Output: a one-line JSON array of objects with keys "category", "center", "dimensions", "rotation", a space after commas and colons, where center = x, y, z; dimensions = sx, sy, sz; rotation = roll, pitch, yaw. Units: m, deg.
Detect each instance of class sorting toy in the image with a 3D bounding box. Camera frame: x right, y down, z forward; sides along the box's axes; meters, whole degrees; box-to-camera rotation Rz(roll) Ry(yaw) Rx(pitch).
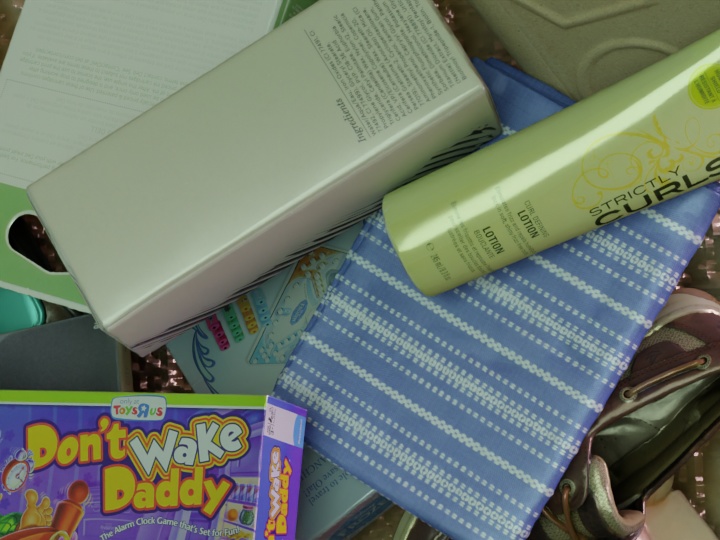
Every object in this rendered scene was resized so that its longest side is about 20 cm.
[{"category": "sorting toy", "center": [0.140, -0.121, 1.044], "dimensions": [0.200, 0.185, 0.037], "rotation": [-7, 46, 42]}]

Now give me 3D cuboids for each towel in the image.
[{"category": "towel", "center": [0.059, 0.015, 1.081], "dimensions": [0.145, 0.024, 0.200], "rotation": [31, 90, 22]}]

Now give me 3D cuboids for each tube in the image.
[{"category": "tube", "center": [0.107, -0.050, 1.033], "dimensions": [0.200, 0.058, 0.052], "rotation": [-24, 75, 14]}]

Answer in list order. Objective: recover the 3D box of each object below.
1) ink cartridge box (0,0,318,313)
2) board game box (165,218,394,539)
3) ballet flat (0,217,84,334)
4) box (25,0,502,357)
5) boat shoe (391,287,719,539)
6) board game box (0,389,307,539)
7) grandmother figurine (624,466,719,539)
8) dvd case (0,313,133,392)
[{"category": "ink cartridge box", "center": [-0.112, -0.075, 1.156], "dimensions": [0.145, 0.048, 0.201], "rotation": [15, 83, 27]}, {"category": "board game box", "center": [0.000, 0.000, 1.145], "dimensions": [0.200, 0.043, 0.199], "rotation": [-38, 68, 12]}, {"category": "ballet flat", "center": [-0.151, 0.044, 1.185], "dimensions": [0.068, 0.068, 0.200], "rotation": [-34, 73, 16]}, {"category": "box", "center": [-0.041, -0.050, 1.064], "dimensions": [0.200, 0.068, 0.082], "rotation": [-31, 74, 3]}, {"category": "boat shoe", "center": [0.100, 0.094, 1.081], "dimensions": [0.200, 0.072, 0.072], "rotation": [-38, 124, 4]}, {"category": "board game box", "center": [-0.128, 0.124, 1.074], "dimensions": [0.199, 0.045, 0.135], "rotation": [-1, 78, 23]}, {"category": "grandmother figurine", "center": [0.177, 0.190, 1.108], "dimensions": [0.121, 0.061, 0.200], "rotation": [-45, 77, 18]}, {"category": "dvd case", "center": [-0.169, 0.129, 1.127], "dimensions": [0.148, 0.016, 0.201], "rotation": [-13, 74, 22]}]
